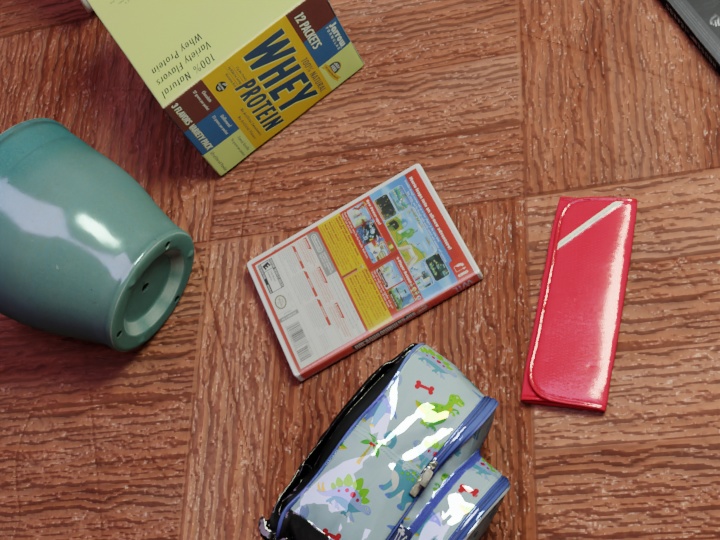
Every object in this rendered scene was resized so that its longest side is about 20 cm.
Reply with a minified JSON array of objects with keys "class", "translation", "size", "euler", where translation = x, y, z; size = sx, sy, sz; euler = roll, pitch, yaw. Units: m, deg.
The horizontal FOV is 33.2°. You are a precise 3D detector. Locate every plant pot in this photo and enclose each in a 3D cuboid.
[{"class":"plant pot","translation":[-0.275,-0.021,1.193],"size":[0.188,0.200,0.200],"euler":[28,77,15]}]

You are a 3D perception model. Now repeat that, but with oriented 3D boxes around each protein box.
[{"class":"protein box","translation":[-0.142,-0.252,1.277],"size":[0.198,0.135,0.200],"euler":[-37,57,0]}]

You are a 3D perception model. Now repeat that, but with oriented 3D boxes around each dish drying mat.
[{"class":"dish drying mat","translation":[0.195,0.025,1.071],"size":[0.077,0.018,0.200],"euler":[5,67,23]}]

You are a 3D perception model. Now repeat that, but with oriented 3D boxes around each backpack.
[{"class":"backpack","translation":[0.035,0.173,0.972],"size":[0.147,0.183,0.200],"euler":[34,76,8]}]

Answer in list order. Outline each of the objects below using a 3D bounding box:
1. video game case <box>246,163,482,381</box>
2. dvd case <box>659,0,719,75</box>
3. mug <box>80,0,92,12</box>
[{"class":"video game case","translation":[0.000,0.000,1.162],"size":[0.200,0.017,0.143],"euler":[-30,57,6]},{"class":"dvd case","translation":[0.398,-0.273,1.134],"size":[0.200,0.025,0.150],"euler":[-30,58,5]},{"class":"mug","translation":[-0.300,-0.419,1.426],"size":[0.153,0.149,0.187],"euler":[-30,64,-4]}]
